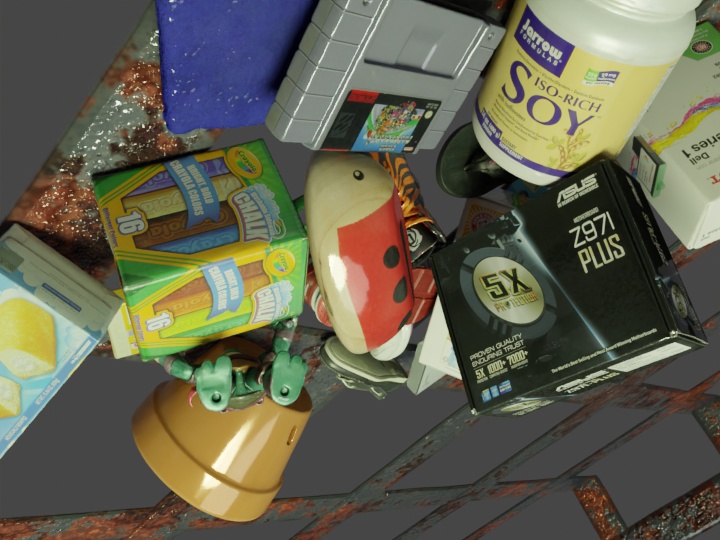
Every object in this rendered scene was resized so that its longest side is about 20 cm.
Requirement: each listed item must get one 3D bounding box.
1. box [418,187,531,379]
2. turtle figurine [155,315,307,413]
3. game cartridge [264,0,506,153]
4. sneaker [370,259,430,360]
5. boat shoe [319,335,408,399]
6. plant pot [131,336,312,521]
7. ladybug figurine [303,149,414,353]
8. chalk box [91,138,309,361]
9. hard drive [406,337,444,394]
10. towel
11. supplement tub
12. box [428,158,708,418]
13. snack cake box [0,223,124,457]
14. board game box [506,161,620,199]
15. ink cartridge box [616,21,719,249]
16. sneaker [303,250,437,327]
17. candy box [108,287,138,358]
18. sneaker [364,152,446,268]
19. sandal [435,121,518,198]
[{"bbox_3d":[0.152,0.016,0.842,0.112,0.101,0.202,-29,137,-65],"label":"box"},{"bbox_3d":[-0.124,0.092,0.741,0.149,0.102,0.200,-21,-169,-16],"label":"turtle figurine"},{"bbox_3d":[0.026,-0.152,0.582,0.199,0.038,0.130,-9,134,-49],"label":"game cartridge"},{"bbox_3d":[0.022,0.040,0.932,0.099,0.075,0.201,-4,137,-16],"label":"sneaker"},{"bbox_3d":[-0.002,0.145,1.052,0.067,0.072,0.200,-39,149,13],"label":"boat shoe"},{"bbox_3d":[-0.151,0.176,0.893,0.140,0.200,0.200,-50,144,8],"label":"plant pot"},{"bbox_3d":[0.004,-0.015,0.643,0.071,0.136,0.201,-6,125,11],"label":"ladybug figurine"},{"bbox_3d":[-0.119,-0.024,0.666,0.198,0.125,0.125,-16,148,-16],"label":"chalk box"},{"bbox_3d":[0.159,0.095,1.094,0.199,0.027,0.132,-30,152,-24],"label":"hard drive"},{"bbox_3d":[-0.057,-0.181,0.560,0.198,0.050,0.148,-15,144,-22],"label":"towel"},{"bbox_3d":[0.192,-0.187,0.638,0.144,0.146,0.201,-12,146,-23],"label":"supplement tub"},{"bbox_3d":[0.180,0.025,0.676,0.199,0.165,0.086,-29,152,33],"label":"box"},{"bbox_3d":[-0.318,0.070,0.661,0.115,0.067,0.200,38,117,-17],"label":"snack cake box"},{"bbox_3d":[0.231,-0.064,0.943,0.150,0.047,0.200,2,139,-39],"label":"board game box"},{"bbox_3d":[0.352,-0.143,0.768,0.144,0.201,0.084,-23,149,-5],"label":"ink cartridge box"},{"bbox_3d":[0.000,0.000,0.811,0.199,0.115,0.079,6,118,-50],"label":"sneaker"},{"bbox_3d":[-0.175,0.036,0.807,0.198,0.027,0.103,-15,149,-19],"label":"candy box"},{"bbox_3d":[0.034,-0.070,0.724,0.077,0.113,0.200,-34,148,12],"label":"sneaker"},{"bbox_3d":[0.166,-0.128,0.772,0.199,0.076,0.048,-19,-167,-25],"label":"sandal"}]
